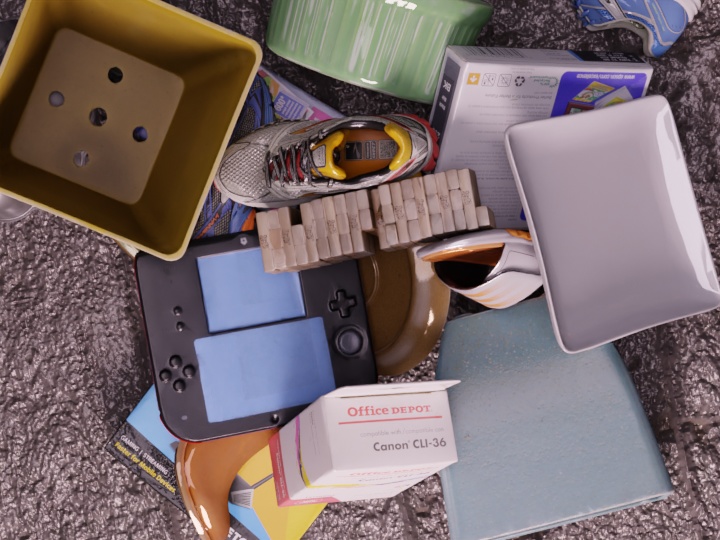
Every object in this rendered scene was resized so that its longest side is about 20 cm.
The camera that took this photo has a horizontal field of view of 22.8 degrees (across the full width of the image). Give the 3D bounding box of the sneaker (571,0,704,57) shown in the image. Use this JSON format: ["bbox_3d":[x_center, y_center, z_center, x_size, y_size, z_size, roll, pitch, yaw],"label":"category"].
[{"bbox_3d":[0.214,-0.267,1.644,0.199,0.076,0.077,27,89,4],"label":"sneaker"}]

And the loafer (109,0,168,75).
[{"bbox_3d":[-0.219,-0.284,1.675,0.075,0.070,0.201,5,91,9],"label":"loafer"}]

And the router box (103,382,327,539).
[{"bbox_3d":[-0.119,0.171,1.696,0.200,0.051,0.149,38,92,1],"label":"router box"}]

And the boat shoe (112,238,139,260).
[{"bbox_3d":[-0.151,-0.005,1.687,0.200,0.074,0.066,36,91,-8],"label":"boat shoe"}]

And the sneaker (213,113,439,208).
[{"bbox_3d":[-0.037,-0.101,1.548,0.199,0.082,0.078,-11,89,17],"label":"sneaker"}]

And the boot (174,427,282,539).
[{"bbox_3d":[-0.097,0.146,1.641,0.155,0.077,0.201,-10,83,-4],"label":"boot"}]

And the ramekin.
[{"bbox_3d":[0.011,-0.220,1.605,0.199,0.200,0.098,18,101,3],"label":"ramekin"}]

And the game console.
[{"bbox_3d":[-0.091,0.053,1.590,0.199,0.031,0.178,-10,94,-12],"label":"game console"}]

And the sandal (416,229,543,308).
[{"bbox_3d":[0.135,0.003,1.568,0.079,0.206,0.060,-14,77,41],"label":"sandal"}]

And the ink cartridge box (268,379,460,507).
[{"bbox_3d":[0.006,0.149,1.531,0.116,0.200,0.068,-3,73,-20],"label":"ink cartridge box"}]

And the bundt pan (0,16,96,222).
[{"bbox_3d":[-0.355,-0.144,1.691,0.201,0.076,0.203,0,93,5],"label":"bundt pan"}]

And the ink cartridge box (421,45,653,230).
[{"bbox_3d":[0.148,-0.103,1.612,0.197,0.043,0.201,-1,120,-27],"label":"ink cartridge box"}]

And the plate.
[{"bbox_3d":[0.217,-0.042,1.565,0.199,0.032,0.200,-14,88,-35],"label":"plate"}]

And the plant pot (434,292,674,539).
[{"bbox_3d":[0.159,0.130,1.614,0.195,0.196,0.201,-14,80,5],"label":"plant pot"}]

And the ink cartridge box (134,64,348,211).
[{"bbox_3d":[-0.123,-0.143,1.693,0.200,0.042,0.120,31,94,4],"label":"ink cartridge box"}]

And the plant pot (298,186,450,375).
[{"bbox_3d":[0.000,0.000,1.632,0.200,0.027,0.201,12,107,44],"label":"plant pot"}]

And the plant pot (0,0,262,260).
[{"bbox_3d":[-0.224,-0.137,1.574,0.199,0.176,0.201,22,87,-13],"label":"plant pot"}]

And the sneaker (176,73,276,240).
[{"bbox_3d":[-0.125,-0.088,1.625,0.078,0.075,0.201,14,82,-11],"label":"sneaker"}]

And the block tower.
[{"bbox_3d":[0.014,-0.043,1.545,0.199,0.054,0.058,-10,85,11],"label":"block tower"}]
